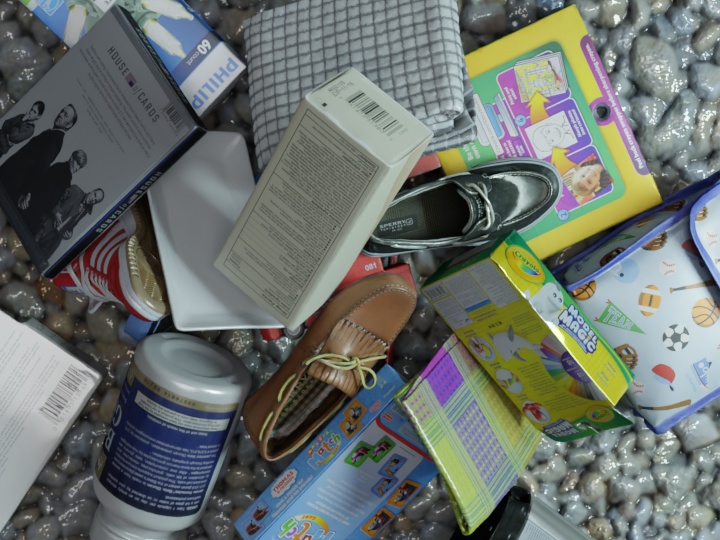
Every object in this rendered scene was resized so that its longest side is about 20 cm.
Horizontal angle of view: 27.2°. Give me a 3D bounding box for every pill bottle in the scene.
[{"bbox_3d":[-0.181,0.168,1.366,0.111,0.111,0.201,21,107,-2],"label":"pill bottle"}]

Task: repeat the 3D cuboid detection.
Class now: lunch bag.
[{"bbox_3d":[0.301,0.023,1.353,0.200,0.124,0.170,-32,99,1],"label":"lunch bag"}]

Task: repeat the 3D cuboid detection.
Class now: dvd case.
[{"bbox_3d":[-0.243,-0.113,1.311,0.200,0.025,0.151,-41,68,15],"label":"dvd case"}]

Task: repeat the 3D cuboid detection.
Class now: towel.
[{"bbox_3d":[0.002,-0.169,1.314,0.199,0.086,0.166,-14,62,15],"label":"towel"},{"bbox_3d":[0.100,0.134,1.337,0.023,0.200,0.144,-25,99,30],"label":"towel"}]

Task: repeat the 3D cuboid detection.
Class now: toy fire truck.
[{"bbox_3d":[-0.014,-0.028,1.347,0.199,0.049,0.142,-17,94,-9],"label":"toy fire truck"}]

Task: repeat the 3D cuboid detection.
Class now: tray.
[{"bbox_3d":[-0.134,-0.034,1.309,0.107,0.022,0.201,-1,62,-28],"label":"tray"}]

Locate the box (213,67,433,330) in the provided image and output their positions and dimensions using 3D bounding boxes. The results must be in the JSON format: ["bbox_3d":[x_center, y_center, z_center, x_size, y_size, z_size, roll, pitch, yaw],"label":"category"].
[{"bbox_3d":[-0.033,-0.056,1.223,0.095,0.078,0.200,40,130,8],"label":"box"}]

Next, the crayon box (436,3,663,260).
[{"bbox_3d":[0.157,-0.117,1.373,0.172,0.058,0.201,-25,94,4],"label":"crayon box"}]

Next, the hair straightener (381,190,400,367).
[{"bbox_3d":[0.000,0.000,1.392,0.077,0.041,0.201,5,95,-1],"label":"hair straightener"}]

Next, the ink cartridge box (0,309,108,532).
[{"bbox_3d":[-0.365,0.129,1.404,0.176,0.045,0.200,35,94,-4],"label":"ink cartridge box"}]

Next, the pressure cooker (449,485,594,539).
[{"bbox_3d":[0.165,0.317,1.354,0.200,0.179,0.176,36,92,-2],"label":"pressure cooker"}]

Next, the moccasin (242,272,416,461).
[{"bbox_3d":[-0.025,0.084,1.295,0.201,0.078,0.074,-43,125,11],"label":"moccasin"}]

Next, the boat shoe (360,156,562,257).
[{"bbox_3d":[0.090,-0.050,1.303,0.199,0.071,0.072,-18,95,-10],"label":"boat shoe"}]

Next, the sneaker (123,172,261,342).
[{"bbox_3d":[-0.131,0.004,1.379,0.078,0.070,0.200,43,94,1],"label":"sneaker"}]

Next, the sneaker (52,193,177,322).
[{"bbox_3d":[-0.225,0.009,1.327,0.112,0.200,0.071,-38,120,10],"label":"sneaker"}]

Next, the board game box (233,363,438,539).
[{"bbox_3d":[-0.002,0.190,1.364,0.200,0.151,0.037,-47,53,3],"label":"board game box"}]

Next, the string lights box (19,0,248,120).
[{"bbox_3d":[-0.207,-0.219,1.363,0.200,0.059,0.103,43,95,-3],"label":"string lights box"}]

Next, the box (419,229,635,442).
[{"bbox_3d":[0.156,0.065,1.324,0.200,0.117,0.048,52,56,-9],"label":"box"}]
